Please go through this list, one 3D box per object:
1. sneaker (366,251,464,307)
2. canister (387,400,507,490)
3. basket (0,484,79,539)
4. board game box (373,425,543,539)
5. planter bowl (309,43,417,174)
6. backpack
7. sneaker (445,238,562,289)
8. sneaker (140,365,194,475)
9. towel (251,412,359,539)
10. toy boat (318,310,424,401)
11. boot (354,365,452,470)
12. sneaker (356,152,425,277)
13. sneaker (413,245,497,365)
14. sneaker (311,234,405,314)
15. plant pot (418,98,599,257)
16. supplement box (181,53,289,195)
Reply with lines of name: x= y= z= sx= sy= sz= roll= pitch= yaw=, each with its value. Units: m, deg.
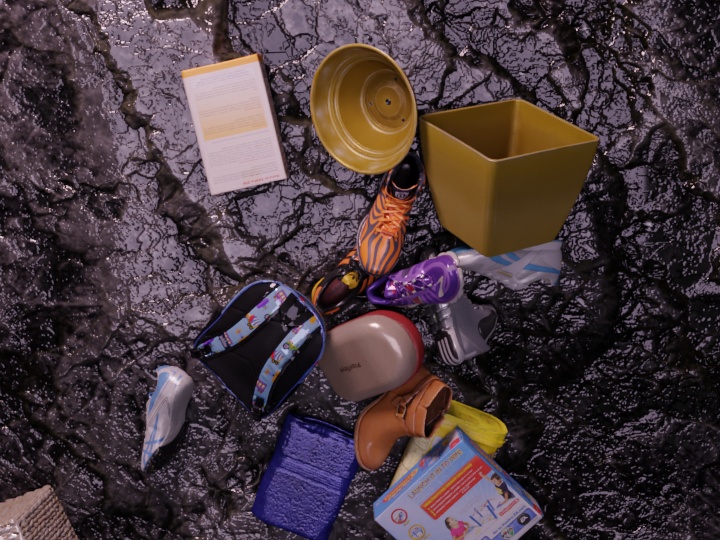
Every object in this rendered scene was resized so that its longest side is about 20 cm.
sneaker: x=0.085 y=0.027 z=1.623 sx=0.083 sy=0.200 sz=0.081 roll=-10 pitch=82 yaw=-40
canister: x=0.140 y=0.327 z=1.734 sx=0.148 sy=0.087 sz=0.201 roll=21 pitch=102 yaw=-5
basket: x=-0.592 y=0.482 z=1.719 sx=0.197 sy=0.200 sz=0.162 roll=-20 pitch=95 yaw=4
board game box: x=0.157 y=0.391 z=1.679 sx=0.200 sy=0.056 sz=0.196 roll=-44 pitch=103 yaw=9
planter bowl: x=0.024 y=-0.256 z=1.603 sx=0.200 sy=0.083 sz=0.201 roll=15 pitch=116 yaw=33
backpack: x=-0.143 y=0.107 z=1.645 sx=0.183 sy=0.135 sz=0.200 roll=44 pitch=110 yaw=3
sneaker: x=0.231 y=-0.009 z=1.661 sx=0.199 sy=0.077 sz=0.081 roll=-3 pitch=98 yaw=-8
sneaker: x=-0.335 y=0.252 z=1.740 sx=0.072 sy=0.072 sz=0.201 roll=29 pitch=109 yaw=30
towel: x=-0.088 y=0.352 z=1.763 sx=0.147 sy=0.050 sz=0.201 roll=22 pitch=99 yaw=0
toy boat: x=0.029 y=0.125 z=1.680 sx=0.200 sy=0.131 sz=0.131 roll=-25 pitch=99 yaw=48
boot: x=0.068 y=0.250 z=1.671 sx=0.073 sy=0.155 sz=0.201 roll=14 pitch=94 yaw=-33
sneaker: x=0.047 y=-0.094 z=1.607 sx=0.077 sy=0.112 sz=0.201 roll=15 pitch=77 yaw=-4
sneaker: x=0.164 y=0.049 z=1.698 sx=0.115 sy=0.075 sz=0.201 roll=-12 pitch=84 yaw=-26
sneaker: x=0.000 y=0.000 z=1.668 sx=0.200 sy=0.090 sz=0.070 roll=-44 pitch=98 yaw=8
plant pot: x=0.216 y=-0.136 z=1.571 sx=0.199 sy=0.200 sz=0.177 roll=-14 pitch=122 yaw=-27
supplement box: x=-0.196 y=-0.231 z=1.633 sx=0.125 sy=0.074 sz=0.201 roll=-11 pitch=101 yaw=3
